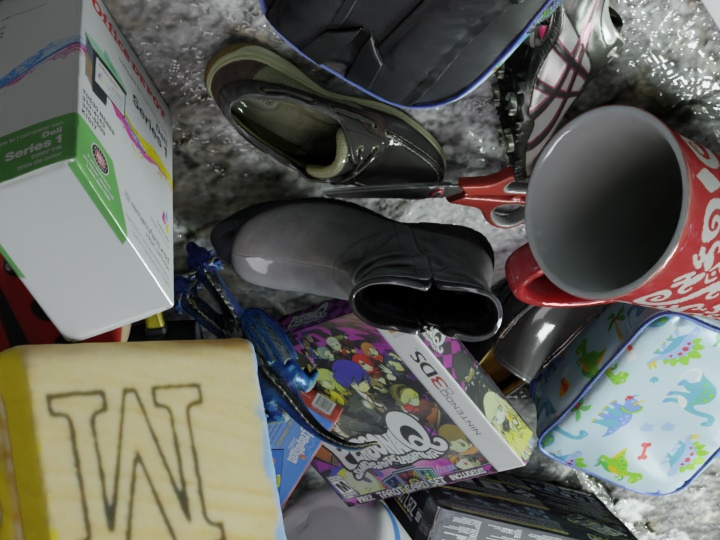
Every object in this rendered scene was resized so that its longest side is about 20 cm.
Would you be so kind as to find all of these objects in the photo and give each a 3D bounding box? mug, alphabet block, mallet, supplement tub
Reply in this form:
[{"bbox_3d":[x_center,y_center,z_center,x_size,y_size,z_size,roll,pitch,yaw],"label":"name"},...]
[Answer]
[{"bbox_3d":[0.212,-0.032,1.386,0.177,0.134,0.199,3,173,42],"label":"mug"},{"bbox_3d":[-0.191,0.163,1.345,0.199,0.198,0.195,0,163,-44],"label":"alphabet block"},{"bbox_3d":[-0.155,0.001,1.459,0.065,0.041,0.201,-1,131,-1],"label":"mallet"},{"bbox_3d":[0.014,0.281,1.677,0.131,0.133,0.200,-24,140,20],"label":"supplement tub"}]

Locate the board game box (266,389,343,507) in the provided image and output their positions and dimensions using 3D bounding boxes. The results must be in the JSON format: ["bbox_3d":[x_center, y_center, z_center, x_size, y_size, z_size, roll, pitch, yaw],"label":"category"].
[{"bbox_3d":[-0.089,0.139,1.577,0.103,0.019,0.200,32,142,1],"label":"board game box"}]

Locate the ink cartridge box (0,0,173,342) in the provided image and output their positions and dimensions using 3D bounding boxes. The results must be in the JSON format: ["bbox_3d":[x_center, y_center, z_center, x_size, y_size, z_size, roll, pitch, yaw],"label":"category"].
[{"bbox_3d":[-0.190,-0.078,1.289,0.083,0.201,0.145,-19,133,12],"label":"ink cartridge box"}]

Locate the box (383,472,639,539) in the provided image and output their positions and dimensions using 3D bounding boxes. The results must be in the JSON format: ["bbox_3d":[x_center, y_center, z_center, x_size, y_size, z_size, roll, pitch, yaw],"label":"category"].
[{"bbox_3d":[0.128,0.211,1.616,0.199,0.161,0.049,15,97,-17],"label":"box"}]

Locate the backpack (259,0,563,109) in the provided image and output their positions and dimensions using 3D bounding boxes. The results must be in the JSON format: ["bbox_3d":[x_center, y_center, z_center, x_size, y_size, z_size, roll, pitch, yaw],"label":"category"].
[{"bbox_3d":[0.045,-0.213,1.194,0.182,0.147,0.200,33,125,-9],"label":"backpack"}]

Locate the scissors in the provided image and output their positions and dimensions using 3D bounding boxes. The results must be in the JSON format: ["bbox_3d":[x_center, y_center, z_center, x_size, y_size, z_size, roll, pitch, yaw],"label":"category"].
[{"bbox_3d":[0.068,-0.063,1.403,0.199,0.014,0.073,9,144,-38],"label":"scissors"}]

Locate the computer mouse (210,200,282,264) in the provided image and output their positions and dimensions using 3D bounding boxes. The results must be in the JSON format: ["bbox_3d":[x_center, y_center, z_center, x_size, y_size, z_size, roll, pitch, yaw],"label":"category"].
[{"bbox_3d":[-0.023,-0.002,1.485,0.199,0.046,0.141,15,152,-10],"label":"computer mouse"}]

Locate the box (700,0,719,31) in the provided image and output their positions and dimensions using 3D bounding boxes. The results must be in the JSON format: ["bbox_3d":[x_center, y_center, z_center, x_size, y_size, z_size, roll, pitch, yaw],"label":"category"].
[{"bbox_3d":[0.327,-0.177,1.330,0.144,0.036,0.200,-26,131,21],"label":"box"}]

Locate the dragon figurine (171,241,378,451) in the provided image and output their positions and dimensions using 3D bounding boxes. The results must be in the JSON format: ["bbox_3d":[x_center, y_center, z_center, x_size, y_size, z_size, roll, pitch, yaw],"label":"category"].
[{"bbox_3d":[-0.076,0.066,1.428,0.059,0.200,0.099,-41,154,-1],"label":"dragon figurine"}]

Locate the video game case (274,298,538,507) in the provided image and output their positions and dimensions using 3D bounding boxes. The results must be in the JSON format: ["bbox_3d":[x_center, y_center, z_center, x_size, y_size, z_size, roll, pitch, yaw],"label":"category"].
[{"bbox_3d":[0.011,0.100,1.515,0.199,0.036,0.182,-19,119,42],"label":"video game case"}]

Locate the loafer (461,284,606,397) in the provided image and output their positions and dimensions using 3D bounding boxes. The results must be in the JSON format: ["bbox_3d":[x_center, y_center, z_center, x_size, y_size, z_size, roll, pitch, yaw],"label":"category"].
[{"bbox_3d":[0.129,0.061,1.526,0.073,0.073,0.200,29,127,-28],"label":"loafer"}]

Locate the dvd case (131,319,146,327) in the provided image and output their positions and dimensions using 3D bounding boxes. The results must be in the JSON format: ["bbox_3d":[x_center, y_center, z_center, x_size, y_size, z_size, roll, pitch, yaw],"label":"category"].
[{"bbox_3d":[-0.226,0.012,1.501,0.142,0.018,0.201,0,134,-2],"label":"dvd case"}]

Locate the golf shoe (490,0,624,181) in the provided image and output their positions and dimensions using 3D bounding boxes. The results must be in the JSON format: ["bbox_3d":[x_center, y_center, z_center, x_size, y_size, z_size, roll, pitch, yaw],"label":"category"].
[{"bbox_3d":[0.139,-0.142,1.331,0.087,0.077,0.201,-4,135,-9],"label":"golf shoe"}]

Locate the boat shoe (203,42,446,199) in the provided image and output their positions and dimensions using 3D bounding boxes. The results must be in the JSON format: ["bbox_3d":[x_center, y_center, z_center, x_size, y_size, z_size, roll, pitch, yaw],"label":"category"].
[{"bbox_3d":[-0.023,-0.091,1.375,0.200,0.066,0.072,26,125,-28],"label":"boat shoe"}]

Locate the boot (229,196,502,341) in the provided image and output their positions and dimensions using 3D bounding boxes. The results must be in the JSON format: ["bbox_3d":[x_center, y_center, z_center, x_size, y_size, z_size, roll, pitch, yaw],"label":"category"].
[{"bbox_3d":[0.000,0.000,1.344,0.198,0.132,0.070,1,108,4],"label":"boot"}]

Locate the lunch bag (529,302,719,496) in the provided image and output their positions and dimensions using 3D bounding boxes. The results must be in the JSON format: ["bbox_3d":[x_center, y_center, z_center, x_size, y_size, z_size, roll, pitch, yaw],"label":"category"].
[{"bbox_3d":[0.243,0.090,1.553,0.160,0.083,0.200,21,130,-20],"label":"lunch bag"}]

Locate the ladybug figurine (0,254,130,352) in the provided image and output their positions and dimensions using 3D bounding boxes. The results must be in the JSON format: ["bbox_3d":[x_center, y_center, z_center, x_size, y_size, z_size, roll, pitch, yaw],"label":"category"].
[{"bbox_3d":[-0.244,0.017,1.424,0.135,0.072,0.201,0,133,22],"label":"ladybug figurine"}]
